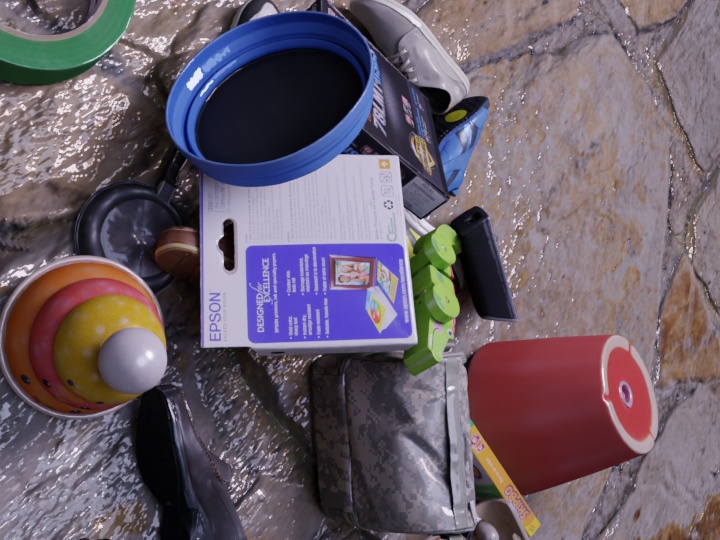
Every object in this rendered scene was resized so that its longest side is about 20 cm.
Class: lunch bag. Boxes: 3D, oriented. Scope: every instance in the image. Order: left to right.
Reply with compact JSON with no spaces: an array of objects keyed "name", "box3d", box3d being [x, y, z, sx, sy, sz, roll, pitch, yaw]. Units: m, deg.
[{"name":"lunch bag","box3d":[0.047,0.181,0.830,0.139,0.167,0.202,1,84,-37]}]

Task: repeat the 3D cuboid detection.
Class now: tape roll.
[{"name":"tape roll","box3d":[-0.305,-0.272,0.694,0.199,0.048,0.202,6,81,-37]}]

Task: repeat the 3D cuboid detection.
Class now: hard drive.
[{"name":"hard drive","box3d":[0.147,-0.008,0.940,0.042,0.200,0.136,-16,96,5]}]

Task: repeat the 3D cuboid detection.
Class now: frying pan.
[{"name":"frying pan","box3d":[-0.194,-0.053,0.766,0.190,0.031,0.115,-44,113,-31]}]

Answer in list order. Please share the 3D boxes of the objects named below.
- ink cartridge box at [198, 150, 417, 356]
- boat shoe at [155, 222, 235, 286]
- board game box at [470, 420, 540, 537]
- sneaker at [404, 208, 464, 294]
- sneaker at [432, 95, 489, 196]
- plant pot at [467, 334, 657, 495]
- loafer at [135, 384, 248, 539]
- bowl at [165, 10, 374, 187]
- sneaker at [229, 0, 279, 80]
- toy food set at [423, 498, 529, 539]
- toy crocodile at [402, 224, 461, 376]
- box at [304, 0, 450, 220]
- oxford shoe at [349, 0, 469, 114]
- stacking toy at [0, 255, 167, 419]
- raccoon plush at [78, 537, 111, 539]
[{"name":"ink cartridge box","box3d":[-0.053,-0.019,0.733,0.198,0.043,0.200,0,69,-12]},{"name":"boat shoe","box3d":[-0.123,-0.018,0.782,0.199,0.072,0.068,15,66,-50]},{"name":"board game box","box3d":[0.135,0.235,0.935,0.030,0.095,0.201,-39,108,-25]},{"name":"sneaker","box3d":[0.046,-0.031,0.931,0.085,0.074,0.200,-46,112,-13]},{"name":"sneaker","box3d":[0.113,-0.149,0.998,0.200,0.066,0.079,-52,129,-31]},{"name":"plant pot","box3d":[0.256,0.169,0.962,0.200,0.177,0.202,22,58,-41]},{"name":"loafer","box3d":[-0.159,0.199,0.736,0.072,0.072,0.202,-21,107,-46]},{"name":"bowl","box3d":[-0.081,-0.161,0.717,0.202,0.199,0.039,-63,152,-25]},{"name":"sneaker","box3d":[-0.097,-0.204,0.822,0.075,0.087,0.202,10,76,-34]},{"name":"toy food set","box3d":[0.119,0.377,0.891,0.199,0.060,0.144,-30,103,-10]},{"name":"toy crocodile","box3d":[0.073,0.025,0.798,0.062,0.067,0.201,36,35,-24]},{"name":"box","box3d":[0.011,-0.183,0.865,0.198,0.050,0.201,37,33,-34]},{"name":"oxford shoe","box3d":[0.060,-0.268,0.964,0.200,0.075,0.058,39,72,-30]},{"name":"stacking toy","box3d":[-0.207,0.061,0.623,0.145,0.200,0.148,0,91,-30]},{"name":"raccoon plush","box3d":[-0.187,0.304,0.652,0.200,0.134,0.097,52,56,-20]}]
